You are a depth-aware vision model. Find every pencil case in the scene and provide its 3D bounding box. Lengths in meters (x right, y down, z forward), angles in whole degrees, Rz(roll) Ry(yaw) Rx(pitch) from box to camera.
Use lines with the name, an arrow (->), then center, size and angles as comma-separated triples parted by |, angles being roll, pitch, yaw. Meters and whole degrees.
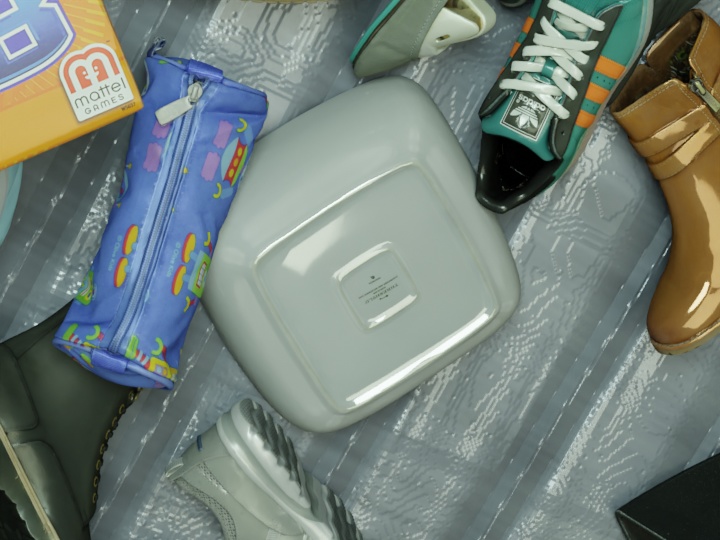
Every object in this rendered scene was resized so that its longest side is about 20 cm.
pencil case -> -0.117, -0.031, 0.972 | 0.077, 0.087, 0.202 | 17, 85, 3

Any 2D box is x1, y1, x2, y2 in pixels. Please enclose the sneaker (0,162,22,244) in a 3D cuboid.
sneaker -> -0.243, -0.012, 0.974 | 0.074, 0.082, 0.200 | 33, 122, -5

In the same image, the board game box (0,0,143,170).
board game box -> -0.252, -0.156, 0.841 | 0.199, 0.200, 0.201 | -24, 115, -8

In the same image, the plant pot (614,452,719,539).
plant pot -> 0.338, 0.223, 1.190 | 0.177, 0.200, 0.200 | -37, 117, -14

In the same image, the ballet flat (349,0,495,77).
ballet flat -> 0.065, -0.175, 0.977 | 0.064, 0.067, 0.200 | 40, 122, 4

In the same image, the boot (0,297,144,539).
boot -> -0.166, 0.121, 1.021 | 0.138, 0.077, 0.201 | -37, 116, -32

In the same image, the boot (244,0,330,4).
boot -> -0.070, -0.243, 0.939 | 0.198, 0.072, 0.168 | 2, 111, -15

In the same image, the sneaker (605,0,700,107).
sneaker -> 0.194, -0.191, 1.049 | 0.090, 0.076, 0.201 | 13, 109, -33

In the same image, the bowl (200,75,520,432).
bowl -> 0.000, 0.000, 1.055 | 0.199, 0.075, 0.201 | -31, 115, -3

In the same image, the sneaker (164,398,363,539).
sneaker -> -0.055, 0.178, 1.115 | 0.082, 0.075, 0.201 | -30, 110, 10

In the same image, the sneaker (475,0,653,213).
sneaker -> 0.119, -0.114, 0.998 | 0.071, 0.080, 0.201 | 29, 136, 14

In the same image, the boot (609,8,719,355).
boot -> 0.218, -0.058, 1.093 | 0.155, 0.077, 0.201 | 36, 90, -33

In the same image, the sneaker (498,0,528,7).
sneaker -> 0.105, -0.263, 1.003 | 0.079, 0.075, 0.202 | 16, 109, 3
